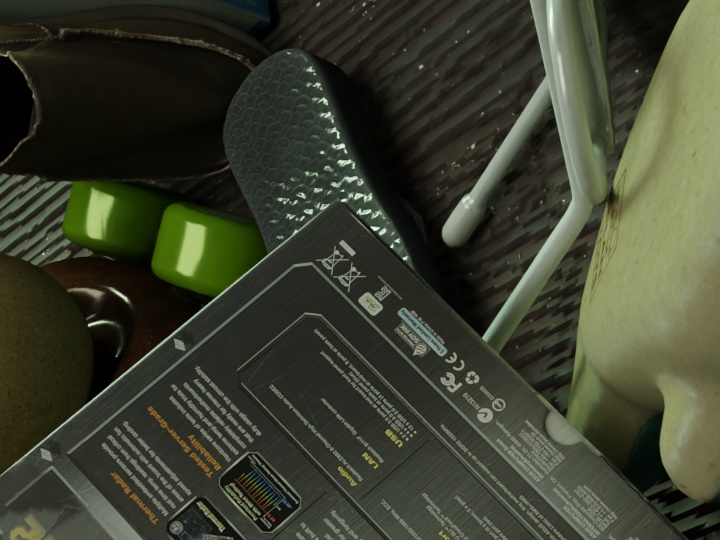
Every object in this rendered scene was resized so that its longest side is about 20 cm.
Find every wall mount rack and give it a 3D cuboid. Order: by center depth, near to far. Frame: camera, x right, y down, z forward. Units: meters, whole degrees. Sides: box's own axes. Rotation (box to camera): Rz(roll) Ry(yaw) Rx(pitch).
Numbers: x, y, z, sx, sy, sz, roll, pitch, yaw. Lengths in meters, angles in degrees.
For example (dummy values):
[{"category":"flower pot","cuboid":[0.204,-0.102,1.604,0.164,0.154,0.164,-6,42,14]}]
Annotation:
[{"category":"wall mount rack","cuboid":[0.044,-0.058,0.714,0.200,0.074,0.174,-81,-20,-59]}]

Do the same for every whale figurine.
[{"category":"whale figurine","cuboid":[0.120,-0.001,0.631,0.200,0.103,0.160,114,169,-54]}]

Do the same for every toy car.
[{"category":"toy car","cuboid":[-0.151,0.037,0.887,0.158,0.199,0.165,19,96,54]}]

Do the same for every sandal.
[{"category":"sandal","cuboid":[0.000,-0.001,0.831,0.076,0.043,0.201,-37,49,29]}]

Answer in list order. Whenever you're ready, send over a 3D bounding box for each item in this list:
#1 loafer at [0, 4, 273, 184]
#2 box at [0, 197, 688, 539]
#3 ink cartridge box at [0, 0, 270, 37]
[{"category":"loafer","cuboid":[-0.124,-0.062,0.886,0.071,0.199,0.073,-116,29,-62]},{"category":"box","cuboid":[0.003,0.100,0.628,0.200,0.158,0.048,44,163,20]},{"category":"ink cartridge box","cuboid":[-0.144,-0.178,0.987,0.147,0.144,0.201,-34,54,45]}]
